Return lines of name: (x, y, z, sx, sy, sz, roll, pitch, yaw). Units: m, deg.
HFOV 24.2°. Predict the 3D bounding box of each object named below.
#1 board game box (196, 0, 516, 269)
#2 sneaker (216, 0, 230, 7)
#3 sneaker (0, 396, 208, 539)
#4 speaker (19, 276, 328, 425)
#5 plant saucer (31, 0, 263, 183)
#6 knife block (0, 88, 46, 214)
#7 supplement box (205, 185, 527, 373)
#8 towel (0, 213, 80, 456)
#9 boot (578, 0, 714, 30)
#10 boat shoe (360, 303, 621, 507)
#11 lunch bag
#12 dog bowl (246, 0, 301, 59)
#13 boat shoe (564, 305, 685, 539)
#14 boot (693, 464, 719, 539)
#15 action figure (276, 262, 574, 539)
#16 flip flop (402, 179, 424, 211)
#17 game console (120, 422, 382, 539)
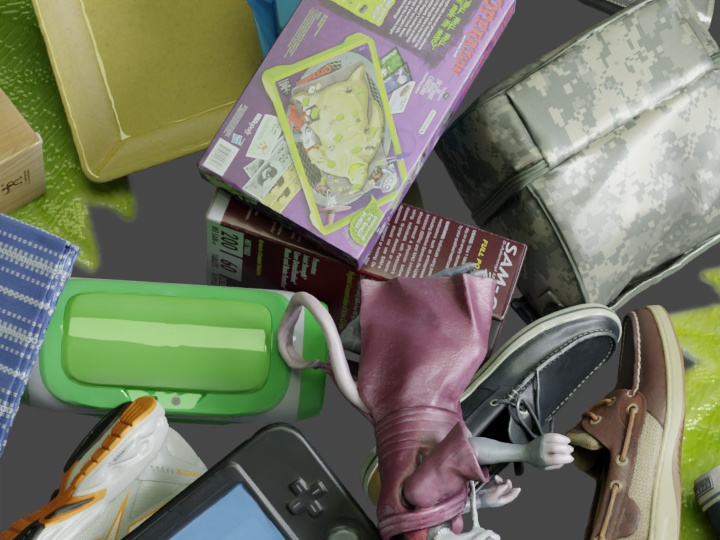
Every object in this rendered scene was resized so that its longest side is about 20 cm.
board game box: (-0.001, -0.115, 1.056, 0.119, 0.032, 0.201, 29, 77, 13)
sneaker: (-0.023, -0.214, 1.243, 0.199, 0.075, 0.090, -36, 64, -24)
sneaker: (-0.163, 0.176, 0.995, 0.092, 0.076, 0.200, 46, 77, -17)
speaker: (-0.122, 0.051, 1.066, 0.198, 0.089, 0.089, 4, 59, -5)
plant saucer: (-0.122, -0.182, 1.175, 0.198, 0.048, 0.202, -17, 88, 1)
knife block: (-0.308, -0.063, 1.122, 0.175, 0.064, 0.200, -30, 67, -23)
supplement box: (0.000, 0.000, 1.097, 0.198, 0.109, 0.061, 18, 62, 5)
towel: (-0.264, 0.056, 1.024, 0.144, 0.024, 0.202, 18, 85, 18)
boot: (0.170, -0.257, 1.296, 0.198, 0.073, 0.183, 7, 49, -6)
boat shoe: (0.093, 0.096, 1.063, 0.199, 0.075, 0.062, -35, 49, -13)
lunch bag: (0.170, -0.068, 1.144, 0.199, 0.139, 0.169, -30, 84, -19)
dog bowl: (-0.018, -0.152, 1.123, 0.110, 0.050, 0.202, -9, 89, 2)
boat shoe: (0.166, 0.110, 1.078, 0.071, 0.072, 0.202, 7, 62, 0)
boot: (0.319, 0.146, 1.081, 0.198, 0.073, 0.091, -19, 70, -8)
action figure: (0.032, 0.091, 0.946, 0.147, 0.134, 0.202, 5, 55, -9)
flip flop: (0.004, -0.099, 1.182, 0.080, 0.058, 0.202, 0, 67, -7)
game console: (-0.065, 0.213, 0.910, 0.199, 0.118, 0.171, -38, 97, 1)
